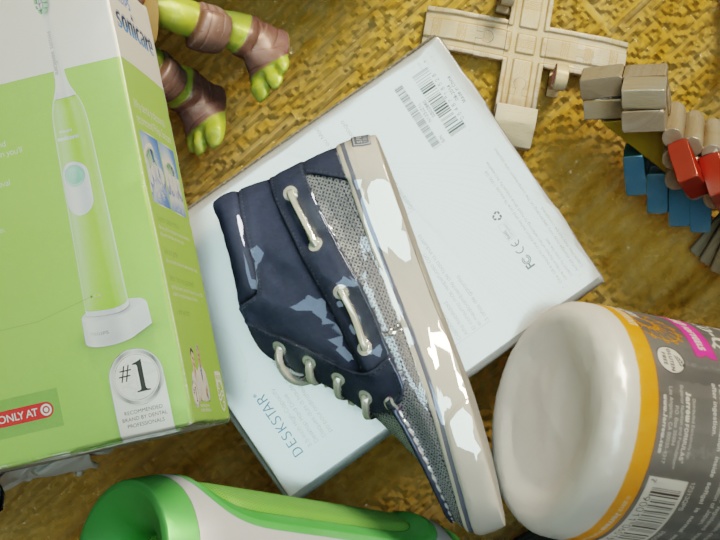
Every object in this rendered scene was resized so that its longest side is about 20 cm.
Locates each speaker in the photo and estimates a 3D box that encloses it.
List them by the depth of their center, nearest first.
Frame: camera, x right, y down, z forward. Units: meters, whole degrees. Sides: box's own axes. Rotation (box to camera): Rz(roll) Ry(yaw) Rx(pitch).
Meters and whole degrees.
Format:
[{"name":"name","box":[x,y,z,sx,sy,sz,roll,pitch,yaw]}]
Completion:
[{"name":"speaker","box":[-0.035,0.150,0.797,0.199,0.088,0.089,16,86,-41]}]

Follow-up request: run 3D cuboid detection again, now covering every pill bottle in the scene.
[{"name":"pill bottle","box":[0.175,0.087,0.832,0.199,0.116,0.117,11,87,-25]}]

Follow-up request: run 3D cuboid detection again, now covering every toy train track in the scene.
[{"name":"toy train track","box":[0.099,-0.168,0.902,0.114,0.033,0.202,10,86,-2]}]

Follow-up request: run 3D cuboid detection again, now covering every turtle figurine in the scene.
[{"name":"turtle figurine","box":[-0.126,-0.122,0.830,0.161,0.065,0.200,31,111,-36]}]

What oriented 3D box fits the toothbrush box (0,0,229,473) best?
[{"name":"toothbrush box","box":[-0.152,-0.014,0.728,0.144,0.086,0.202,-14,86,5]}]

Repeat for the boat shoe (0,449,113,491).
[{"name":"boat shoe","box":[-0.154,0.076,0.834,0.065,0.074,0.200,34,128,-26]}]

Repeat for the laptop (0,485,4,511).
[{"name":"laptop","box":[-0.285,0.055,0.834,0.176,0.201,0.104,-26,132,5]}]

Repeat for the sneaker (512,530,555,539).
[{"name":"sneaker","box":[0.112,0.233,0.876,0.105,0.075,0.201,-17,87,7]}]

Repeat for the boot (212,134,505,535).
[{"name":"boot","box":[0.000,0.042,0.802,0.090,0.073,0.201,-20,83,5]}]

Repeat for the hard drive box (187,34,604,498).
[{"name":"hard drive box","box":[0.000,0.000,0.869,0.199,0.077,0.156,-34,90,-4]}]

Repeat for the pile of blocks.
[{"name":"pile of blocks","box":[0.191,-0.034,0.871,0.199,0.062,0.082,33,116,-2]}]

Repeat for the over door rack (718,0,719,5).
[{"name":"over door rack","box":[0.272,-0.173,0.886,0.146,0.067,0.202,-5,109,-3]}]
